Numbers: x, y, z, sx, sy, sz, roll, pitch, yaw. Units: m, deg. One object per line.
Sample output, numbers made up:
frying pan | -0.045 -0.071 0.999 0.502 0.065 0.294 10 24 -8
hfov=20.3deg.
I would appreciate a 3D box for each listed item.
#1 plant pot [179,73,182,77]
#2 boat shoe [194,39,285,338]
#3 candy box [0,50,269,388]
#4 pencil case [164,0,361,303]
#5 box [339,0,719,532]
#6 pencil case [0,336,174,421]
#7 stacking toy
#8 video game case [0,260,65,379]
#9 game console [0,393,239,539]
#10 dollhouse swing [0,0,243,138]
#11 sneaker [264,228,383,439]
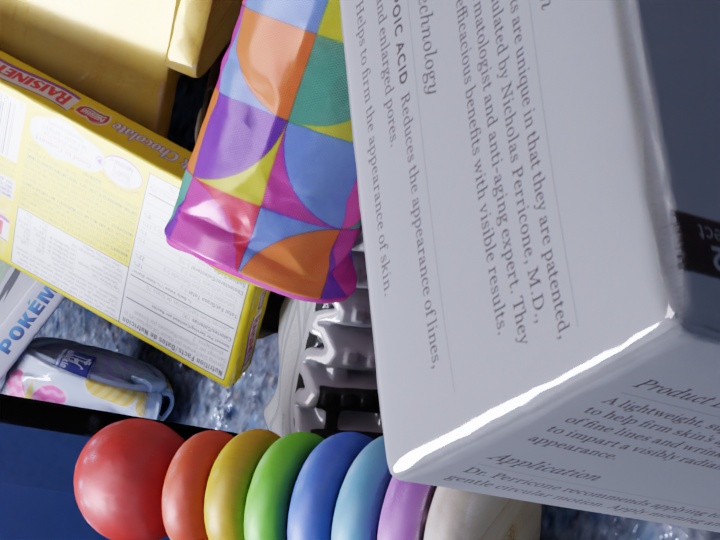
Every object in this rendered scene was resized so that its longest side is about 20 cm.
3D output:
plant pot | -0.168 -0.152 1.072 0.200 0.134 0.200 -46 22 25
boat shoe | -0.046 -0.062 0.995 0.074 0.076 0.200 -17 58 57
candy box | -0.129 -0.033 0.925 0.200 0.026 0.102 29 133 12
pencil case | -0.010 -0.088 0.790 0.088 0.088 0.200 34 106 53
box | 0.113 -0.031 0.645 0.131 0.199 0.200 -32 54 45
pencil case | -0.167 0.135 1.086 0.083 0.091 0.200 -42 -29 -82
stacking toy | -0.030 0.096 0.837 0.200 0.085 0.085 8 85 27
video game case | -0.186 -0.013 1.121 0.182 0.022 0.200 -50 21 15
game console | -0.113 0.155 0.901 0.171 0.200 0.118 48 118 49
dollhouse swing | -0.138 -0.155 0.966 0.176 0.200 0.182 100 -164 -53
sneaker | 0.000 0.000 0.910 0.081 0.075 0.200 27 101 63
